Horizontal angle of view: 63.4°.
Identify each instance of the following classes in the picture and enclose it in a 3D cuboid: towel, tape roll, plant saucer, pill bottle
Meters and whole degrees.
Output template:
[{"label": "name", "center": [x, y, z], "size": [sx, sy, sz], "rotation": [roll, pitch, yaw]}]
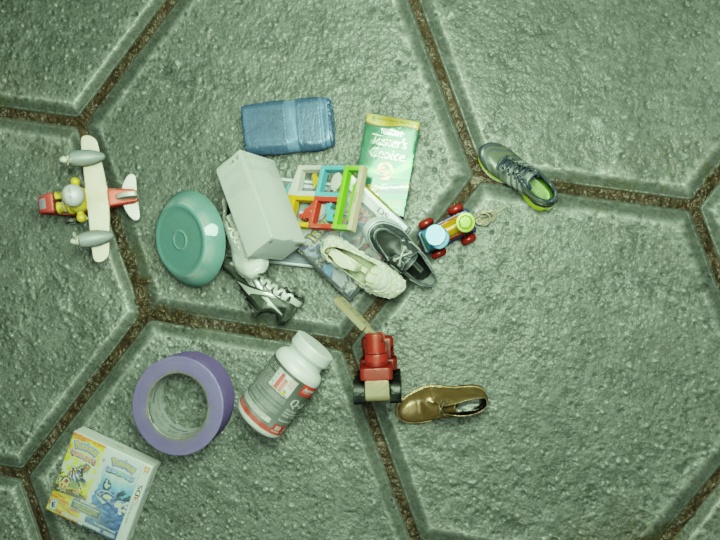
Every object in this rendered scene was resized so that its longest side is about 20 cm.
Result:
[{"label": "towel", "center": [-0.153, -0.306, 1.245], "size": [0.194, 0.049, 0.115], "rotation": [-4, 89, 3]}, {"label": "tape roll", "center": [-0.374, 0.279, 1.241], "size": [0.194, 0.085, 0.206], "rotation": [0, 91, 3]}, {"label": "plant saucer", "center": [-0.368, -0.065, 1.224], "size": [0.196, 0.036, 0.206], "rotation": [4, 99, 28]}, {"label": "pill bottle", "center": [-0.153, 0.234, 1.210], "size": [0.115, 0.116, 0.201], "rotation": [38, 93, 3]}]

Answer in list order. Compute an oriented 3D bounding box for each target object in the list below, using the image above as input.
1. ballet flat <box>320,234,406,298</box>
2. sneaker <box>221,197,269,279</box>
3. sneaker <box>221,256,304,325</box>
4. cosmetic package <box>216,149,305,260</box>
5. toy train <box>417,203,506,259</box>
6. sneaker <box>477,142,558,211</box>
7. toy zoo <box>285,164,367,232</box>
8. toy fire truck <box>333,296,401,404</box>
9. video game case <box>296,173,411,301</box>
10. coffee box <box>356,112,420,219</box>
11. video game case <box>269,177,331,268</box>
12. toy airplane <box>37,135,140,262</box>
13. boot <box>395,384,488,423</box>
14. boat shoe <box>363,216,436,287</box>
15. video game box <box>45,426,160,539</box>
[{"label": "ballet flat", "center": [0.000, 0.000, 1.177], "size": [0.197, 0.072, 0.073], "rotation": [30, 92, 1]}, {"label": "sneaker", "center": [-0.248, -0.067, 1.194], "size": [0.073, 0.088, 0.202], "rotation": [-27, 58, -5]}, {"label": "sneaker", "center": [-0.221, 0.048, 1.240], "size": [0.197, 0.066, 0.092], "rotation": [31, 90, 1]}, {"label": "cosmetic package", "center": [-0.200, -0.129, 1.174], "size": [0.080, 0.112, 0.204], "rotation": [-30, 70, 27]}, {"label": "toy train", "center": [0.214, -0.098, 1.186], "size": [0.196, 0.116, 0.086], "rotation": [-25, 89, 4]}, {"label": "sneaker", "center": [0.329, -0.199, 1.195], "size": [0.198, 0.081, 0.075], "rotation": [35, 92, 3]}, {"label": "toy zoo", "center": [-0.083, -0.149, 1.191], "size": [0.196, 0.020, 0.135], "rotation": [6, 80, 33]}, {"label": "toy fire truck", "center": [0.017, 0.153, 1.169], "size": [0.125, 0.176, 0.206], "rotation": [-2, 89, 4]}, {"label": "video game case", "center": [-0.022, -0.072, 1.214], "size": [0.180, 0.026, 0.201], "rotation": [41, 100, -1]}, {"label": "coffee box", "center": [0.053, -0.221, 1.232], "size": [0.120, 0.044, 0.205], "rotation": [11, 91, 4]}, {"label": "video game case", "center": [-0.131, -0.102, 1.256], "size": [0.194, 0.023, 0.187], "rotation": [6, 91, 4]}, {"label": "toy airplane", "center": [-0.565, -0.150, 1.226], "size": [0.199, 0.141, 0.200], "rotation": [39, 92, 3]}, {"label": "boot", "center": [0.168, 0.278, 1.210], "size": [0.195, 0.075, 0.076], "rotation": [-11, 91, 5]}, {"label": "boat shoe", "center": [0.085, -0.031, 1.168], "size": [0.072, 0.068, 0.200], "rotation": [-43, 124, 7]}, {"label": "video game box", "center": [-0.561, 0.469, 1.274], "size": [0.196, 0.047, 0.186], "rotation": [21, 89, 3]}]
